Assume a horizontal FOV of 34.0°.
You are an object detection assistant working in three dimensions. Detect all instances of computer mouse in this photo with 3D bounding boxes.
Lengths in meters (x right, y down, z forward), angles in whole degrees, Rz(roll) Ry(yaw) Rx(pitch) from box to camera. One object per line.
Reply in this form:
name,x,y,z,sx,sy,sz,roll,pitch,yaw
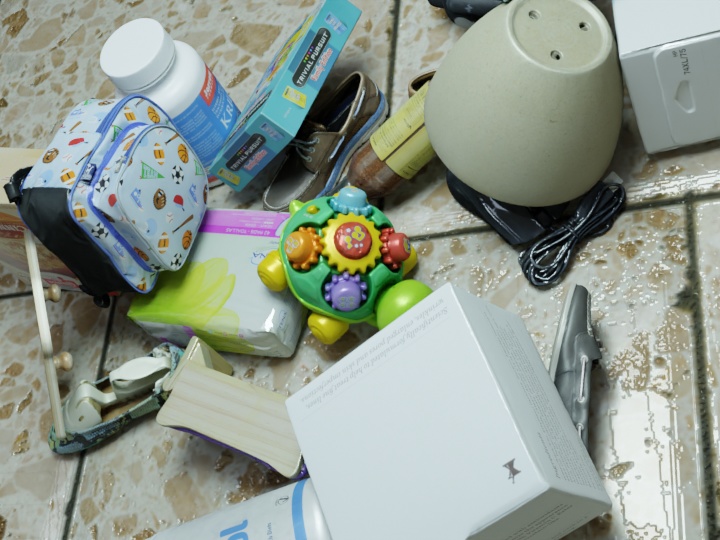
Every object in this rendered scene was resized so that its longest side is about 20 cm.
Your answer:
computer mouse,0.161,-0.087,1.212,0.139,0.053,0.200,-46,52,-6

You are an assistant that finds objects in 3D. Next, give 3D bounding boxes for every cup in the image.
cup,0.170,-0.184,1.130,0.198,0.144,0.202,4,61,-7

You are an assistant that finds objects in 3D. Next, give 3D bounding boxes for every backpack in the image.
backpack,-0.254,-0.091,1.252,0.153,0.200,0.192,-3,53,19

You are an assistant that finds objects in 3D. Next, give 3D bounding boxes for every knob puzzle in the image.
knob puzzle,-0.328,0.054,1.250,0.030,0.221,0.221,-9,51,-15

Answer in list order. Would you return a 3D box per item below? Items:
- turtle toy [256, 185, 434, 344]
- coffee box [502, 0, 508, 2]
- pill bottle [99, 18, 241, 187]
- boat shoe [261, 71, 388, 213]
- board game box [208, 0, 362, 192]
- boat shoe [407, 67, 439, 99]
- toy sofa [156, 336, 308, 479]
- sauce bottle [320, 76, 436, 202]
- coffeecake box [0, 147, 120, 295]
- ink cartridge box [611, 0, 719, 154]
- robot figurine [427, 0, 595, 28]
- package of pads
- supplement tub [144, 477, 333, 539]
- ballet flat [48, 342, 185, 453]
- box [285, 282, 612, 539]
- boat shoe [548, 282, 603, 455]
turtle toy,0.000,0.000,1.185,0.200,0.101,0.146,45,69,4
coffee box,0.203,-0.327,1.125,0.199,0.044,0.123,-28,17,5
pill bottle,-0.214,-0.194,1.363,0.111,0.200,0.113,-12,56,18
boat shoe,-0.052,-0.144,1.336,0.072,0.072,0.201,27,75,35
board game box,-0.086,-0.203,1.333,0.151,0.047,0.201,-36,25,54
boat shoe,0.144,-0.196,1.275,0.198,0.074,0.076,-10,56,20
toy sofa,-0.100,0.147,1.173,0.199,0.083,0.098,15,71,31
sauce bottle,0.035,-0.126,1.262,0.200,0.066,0.066,-40,49,22
coffeecake box,-0.374,-0.056,1.354,0.152,0.200,0.074,5,62,28
ink cartridge box,0.330,-0.248,1.163,0.145,0.147,0.201,-11,52,18
robot figurine,0.167,-0.329,1.313,0.199,0.125,0.151,16,81,32
package of pads,-0.145,0.011,1.287,0.198,0.068,0.156,4,62,28
supplement tub,-0.094,0.274,1.061,0.199,0.132,0.133,-22,53,11
ballet flat,-0.266,0.132,1.270,0.199,0.074,0.075,-28,52,7
box,0.070,0.155,1.005,0.198,0.130,0.201,-36,57,21
boat shoe,0.196,0.111,1.072,0.056,0.067,0.201,12,70,10
